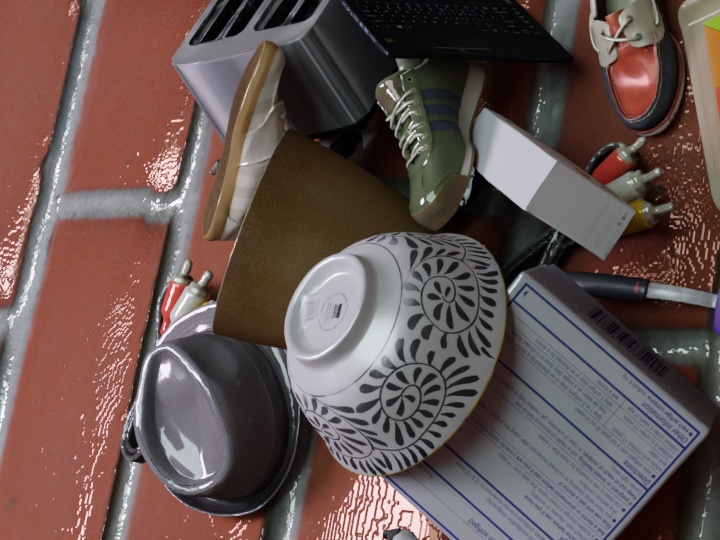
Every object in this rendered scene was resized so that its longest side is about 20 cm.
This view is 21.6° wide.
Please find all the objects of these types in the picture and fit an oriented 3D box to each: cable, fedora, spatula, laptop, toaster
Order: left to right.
[{"bbox_3d":[-0.194,0.083,1.818,0.097,0.050,0.200,36,97,41],"label":"cable"},{"bbox_3d":[-0.146,0.127,1.709,0.177,0.090,0.200,-16,80,27],"label":"fedora"},{"bbox_3d":[-0.057,-0.203,1.734,0.181,0.119,0.200,-6,42,40],"label":"toaster"},{"bbox_3d":[0.077,-0.266,1.630,0.200,0.177,0.103,-123,38,-53],"label":"laptop"},{"bbox_3d":[0.172,-0.041,1.566,0.200,0.050,0.097,-33,56,27],"label":"cable"},{"bbox_3d":[0.244,0.018,1.494,0.200,0.021,0.057,8,80,31],"label":"spatula"}]

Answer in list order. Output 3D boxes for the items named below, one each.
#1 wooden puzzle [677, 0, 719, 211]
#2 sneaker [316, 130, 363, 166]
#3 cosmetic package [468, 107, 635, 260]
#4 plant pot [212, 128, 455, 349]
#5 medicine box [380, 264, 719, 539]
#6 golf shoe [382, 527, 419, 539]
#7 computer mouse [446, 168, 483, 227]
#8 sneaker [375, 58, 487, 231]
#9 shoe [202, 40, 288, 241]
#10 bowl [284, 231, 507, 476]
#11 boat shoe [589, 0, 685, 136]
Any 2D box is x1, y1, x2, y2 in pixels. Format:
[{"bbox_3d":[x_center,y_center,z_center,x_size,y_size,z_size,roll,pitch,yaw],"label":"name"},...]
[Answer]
[{"bbox_3d":[0.342,-0.162,1.479,0.185,0.037,0.200,-24,59,31],"label":"wooden puzzle"},{"bbox_3d":[-0.018,-0.034,1.725,0.088,0.076,0.200,12,82,24],"label":"sneaker"},{"bbox_3d":[0.147,-0.074,1.524,0.051,0.083,0.200,-58,20,8],"label":"cosmetic package"},{"bbox_3d":[0.000,0.000,1.598,0.200,0.186,0.187,20,86,1],"label":"plant pot"},{"bbox_3d":[0.140,0.128,1.442,0.182,0.103,0.200,41,104,9],"label":"medicine box"},{"bbox_3d":[0.087,0.266,1.518,0.094,0.078,0.200,-29,39,-8],"label":"golf shoe"},{"bbox_3d":[0.063,-0.033,1.676,0.059,0.034,0.200,26,96,26],"label":"computer mouse"},{"bbox_3d":[0.047,-0.124,1.581,0.067,0.090,0.200,-42,24,41],"label":"sneaker"},{"bbox_3d":[-0.092,-0.111,1.656,0.070,0.053,0.200,-95,20,-56],"label":"shoe"},{"bbox_3d":[0.006,0.044,1.416,0.201,0.094,0.201,-30,44,34],"label":"bowl"},{"bbox_3d":[0.224,-0.209,1.581,0.071,0.063,0.200,-17,65,33],"label":"boat shoe"}]
